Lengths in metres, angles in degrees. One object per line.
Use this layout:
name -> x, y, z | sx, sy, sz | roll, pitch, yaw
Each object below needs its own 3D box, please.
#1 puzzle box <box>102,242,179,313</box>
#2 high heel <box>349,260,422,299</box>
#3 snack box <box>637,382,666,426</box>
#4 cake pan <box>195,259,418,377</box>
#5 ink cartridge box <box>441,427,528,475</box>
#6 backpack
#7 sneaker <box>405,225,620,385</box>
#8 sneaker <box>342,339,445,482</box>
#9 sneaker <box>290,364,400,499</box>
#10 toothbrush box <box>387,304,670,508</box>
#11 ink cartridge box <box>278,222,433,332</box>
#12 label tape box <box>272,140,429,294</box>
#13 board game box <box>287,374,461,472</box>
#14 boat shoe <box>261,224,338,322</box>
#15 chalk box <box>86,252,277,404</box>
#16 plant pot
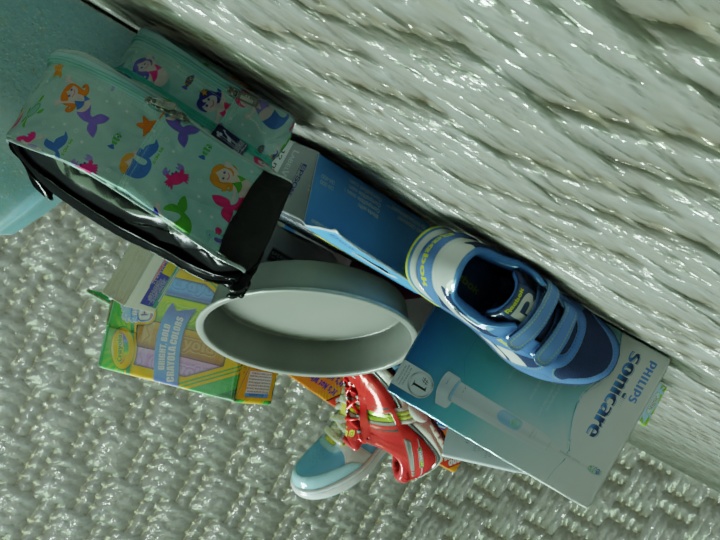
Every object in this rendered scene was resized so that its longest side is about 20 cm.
puzzle box -> -0.163, -0.054, 1.230 | 0.025, 0.201, 0.133 | 30, 177, 4
high heel -> 0.083, 0.033, 1.264 | 0.199, 0.096, 0.067 | 30, 178, 12
snack box -> 0.197, 0.081, 1.370 | 0.200, 0.053, 0.142 | 28, 178, 38
cake pan -> -0.046, 0.044, 1.195 | 0.199, 0.037, 0.200 | 3, 155, 1
ink cartridge box -> 0.141, 0.153, 1.346 | 0.175, 0.084, 0.200 | 11, 176, 12
backpack -> -0.147, -0.085, 0.962 | 0.199, 0.151, 0.178 | 23, 176, -4
sneaker -> 0.129, 0.036, 1.065 | 0.199, 0.074, 0.082 | 29, 174, -17
sneaker -> 0.010, 0.138, 1.338 | 0.200, 0.085, 0.077 | 51, 179, -20
sneaker -> -0.010, 0.143, 1.421 | 0.079, 0.200, 0.131 | 30, 152, 48
toothbrush box -> 0.147, 0.094, 1.166 | 0.199, 0.147, 0.085 | 29, 177, 13
ink cartridge box -> 0.000, 0.000, 1.349 | 0.200, 0.116, 0.068 | 32, 178, -18
label tape box -> -0.018, -0.052, 1.141 | 0.143, 0.066, 0.200 | 30, 176, -39
board game box -> 0.044, 0.087, 1.615 | 0.200, 0.200, 0.200 | 32, 178, -39
boat shoe -> -0.087, -0.011, 1.231 | 0.068, 0.072, 0.200 | 28, 177, 36
chalk box -> -0.188, 0.057, 1.384 | 0.199, 0.124, 0.124 | 12, 178, 17
plant pot -> -0.301, -0.141, 1.122 | 0.196, 0.201, 0.196 | 31, 178, -7
